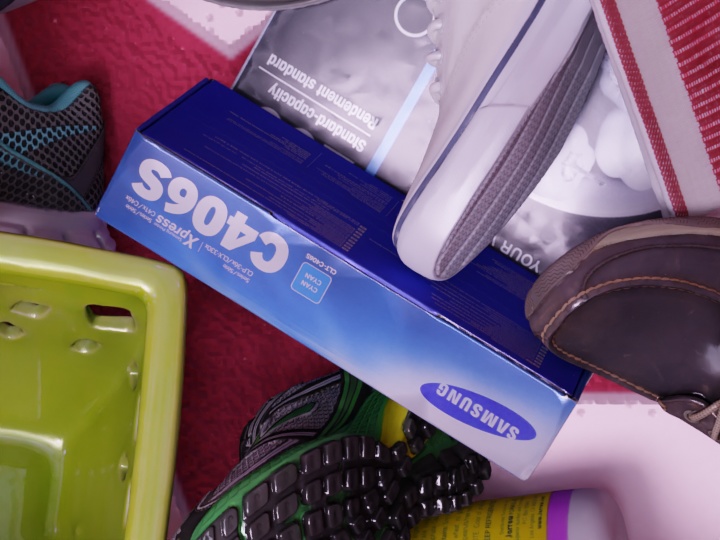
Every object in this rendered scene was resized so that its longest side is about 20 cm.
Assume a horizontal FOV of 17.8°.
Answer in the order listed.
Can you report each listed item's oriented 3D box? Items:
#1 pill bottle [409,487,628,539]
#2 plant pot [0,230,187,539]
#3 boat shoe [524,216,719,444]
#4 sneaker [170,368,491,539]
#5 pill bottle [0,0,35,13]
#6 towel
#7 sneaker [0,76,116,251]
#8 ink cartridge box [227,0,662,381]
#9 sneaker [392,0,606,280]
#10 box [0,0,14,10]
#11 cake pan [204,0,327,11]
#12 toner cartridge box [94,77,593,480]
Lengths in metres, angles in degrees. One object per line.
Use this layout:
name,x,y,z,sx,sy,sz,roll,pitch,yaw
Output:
pill bottle,0.017,0.156,0.981,0.199,0.104,0.105,-9,98,12
plant pot,-0.180,0.102,0.939,0.198,0.182,0.201,8,72,-5
boat shoe,0.158,0.034,0.898,0.199,0.074,0.075,10,133,-26
sneaker,-0.021,0.093,0.925,0.085,0.200,0.079,-1,106,31
pill bottle,-0.189,-0.207,0.947,0.113,0.114,0.201,-15,89,13
towel,0.180,-0.121,0.881,0.199,0.023,0.145,-30,118,-10
sneaker,-0.190,-0.055,0.964,0.077,0.199,0.092,5,87,49
ink cartridge box,0.036,-0.042,0.975,0.197,0.043,0.201,31,105,4
sneaker,0.056,-0.094,0.894,0.071,0.073,0.201,27,85,19
box,-0.147,-0.216,0.837,0.196,0.117,0.200,-38,92,-9
cake pan,-0.042,-0.209,0.938,0.199,0.037,0.202,0,90,23
toner cartridge box,0.000,0.000,0.920,0.199,0.095,0.043,32,114,4
